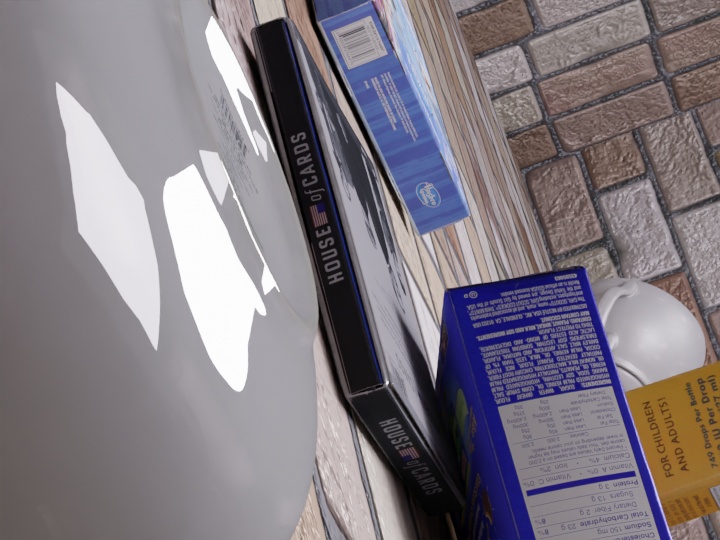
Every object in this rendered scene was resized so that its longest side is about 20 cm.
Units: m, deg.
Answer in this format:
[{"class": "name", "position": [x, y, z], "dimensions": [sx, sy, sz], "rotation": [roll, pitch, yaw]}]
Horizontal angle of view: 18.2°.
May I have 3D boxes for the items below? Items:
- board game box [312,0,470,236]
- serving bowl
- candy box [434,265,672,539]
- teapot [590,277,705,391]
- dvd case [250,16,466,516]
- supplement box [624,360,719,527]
[{"class": "board game box", "position": [0.008, -0.160, 1.492], "dimensions": [0.199, 0.043, 0.200], "rotation": [-105, 171, -45]}, {"class": "serving bowl", "position": [-0.055, -0.015, 0.504], "dimensions": [0.200, 0.066, 0.200], "rotation": [-20, 90, -84]}, {"class": "candy box", "position": [0.093, 0.127, 1.071], "dimensions": [0.169, 0.077, 0.200], "rotation": [92, -14, -60]}, {"class": "teapot", "position": [0.321, 0.114, 2.763], "dimensions": [0.200, 0.197, 0.146], "rotation": [41, 55, -12]}, {"class": "dvd case", "position": [0.000, 0.000, 1.057], "dimensions": [0.150, 0.025, 0.200], "rotation": [59, 14, -59]}, {"class": "supplement box", "position": [0.150, 0.104, 1.208], "dimensions": [0.069, 0.200, 0.067], "rotation": [46, 25, -67]}]
